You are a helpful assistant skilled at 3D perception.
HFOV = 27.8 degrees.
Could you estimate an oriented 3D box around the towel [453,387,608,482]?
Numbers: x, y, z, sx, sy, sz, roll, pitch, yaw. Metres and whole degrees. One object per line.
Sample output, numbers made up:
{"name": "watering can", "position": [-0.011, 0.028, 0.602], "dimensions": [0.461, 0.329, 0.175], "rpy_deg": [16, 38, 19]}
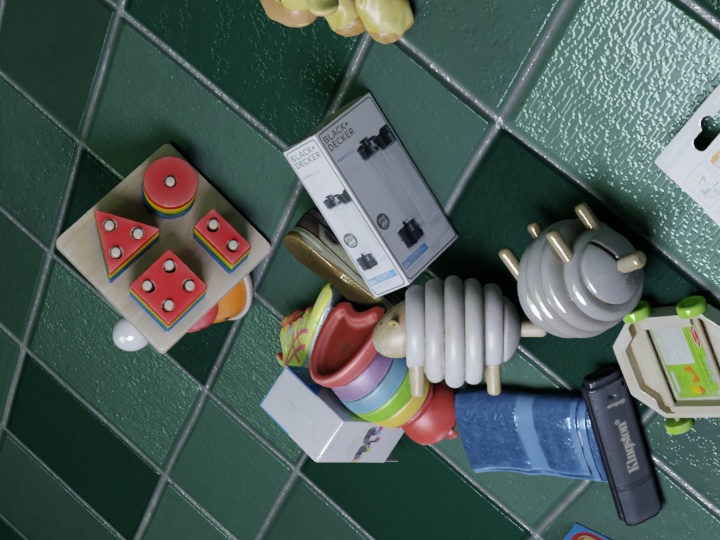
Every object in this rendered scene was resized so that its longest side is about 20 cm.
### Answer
{"name": "towel", "position": [0.205, 0.197, 1.752], "dimensions": [0.199, 0.048, 0.112], "rpy_deg": [1, 119, 41]}

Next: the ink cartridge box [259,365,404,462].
{"name": "ink cartridge box", "position": [-0.020, 0.185, 1.858], "dimensions": [0.115, 0.199, 0.068], "rpy_deg": [41, 106, 30]}

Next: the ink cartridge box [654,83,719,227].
{"name": "ink cartridge box", "position": [0.401, -0.089, 1.381], "dimensions": [0.200, 0.057, 0.163], "rpy_deg": [49, 140, 13]}

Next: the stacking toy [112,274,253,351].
{"name": "stacking toy", "position": [-0.252, 0.043, 1.913], "dimensions": [0.145, 0.200, 0.147], "rpy_deg": [27, 137, 29]}

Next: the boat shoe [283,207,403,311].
{"name": "boat shoe", "position": [0.000, 0.000, 1.768], "dimensions": [0.200, 0.065, 0.073], "rpy_deg": [40, 160, -18]}

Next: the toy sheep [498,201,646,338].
{"name": "toy sheep", "position": [0.230, 0.005, 1.530], "dimensions": [0.138, 0.138, 0.200], "rpy_deg": [55, 156, -7]}

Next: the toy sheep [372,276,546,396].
{"name": "toy sheep", "position": [0.113, 0.072, 1.665], "dimensions": [0.198, 0.138, 0.139], "rpy_deg": [-2, 126, -1]}

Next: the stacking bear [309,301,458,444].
{"name": "stacking bear", "position": [0.043, 0.142, 1.787], "dimensions": [0.200, 0.114, 0.121], "rpy_deg": [39, 162, -29]}

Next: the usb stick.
{"name": "usb stick", "position": [0.301, 0.204, 1.675], "dimensions": [0.033, 0.055, 0.201], "rpy_deg": [-117, 7, -68]}

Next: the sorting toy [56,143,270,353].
{"name": "sorting toy", "position": [-0.248, -0.038, 1.845], "dimensions": [0.199, 0.200, 0.070], "rpy_deg": [44, 162, 5]}

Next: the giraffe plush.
{"name": "giraffe plush", "position": [-0.040, -0.312, 1.499], "dimensions": [0.172, 0.162, 0.201], "rpy_deg": [19, 131, 29]}

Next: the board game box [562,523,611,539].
{"name": "board game box", "position": [0.294, 0.418, 1.729], "dimensions": [0.199, 0.196, 0.056], "rpy_deg": [22, 132, 26]}

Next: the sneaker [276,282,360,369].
{"name": "sneaker", "position": [-0.067, 0.078, 1.880], "dimensions": [0.090, 0.078, 0.201], "rpy_deg": [43, 136, 21]}

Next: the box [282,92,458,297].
{"name": "box", "position": [0.013, -0.086, 1.657], "dimensions": [0.060, 0.117, 0.201], "rpy_deg": [-23, 103, 47]}

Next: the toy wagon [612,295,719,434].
{"name": "toy wagon", "position": [0.367, 0.099, 1.549], "dimensions": [0.199, 0.040, 0.156], "rpy_deg": [-7, 115, 43]}
